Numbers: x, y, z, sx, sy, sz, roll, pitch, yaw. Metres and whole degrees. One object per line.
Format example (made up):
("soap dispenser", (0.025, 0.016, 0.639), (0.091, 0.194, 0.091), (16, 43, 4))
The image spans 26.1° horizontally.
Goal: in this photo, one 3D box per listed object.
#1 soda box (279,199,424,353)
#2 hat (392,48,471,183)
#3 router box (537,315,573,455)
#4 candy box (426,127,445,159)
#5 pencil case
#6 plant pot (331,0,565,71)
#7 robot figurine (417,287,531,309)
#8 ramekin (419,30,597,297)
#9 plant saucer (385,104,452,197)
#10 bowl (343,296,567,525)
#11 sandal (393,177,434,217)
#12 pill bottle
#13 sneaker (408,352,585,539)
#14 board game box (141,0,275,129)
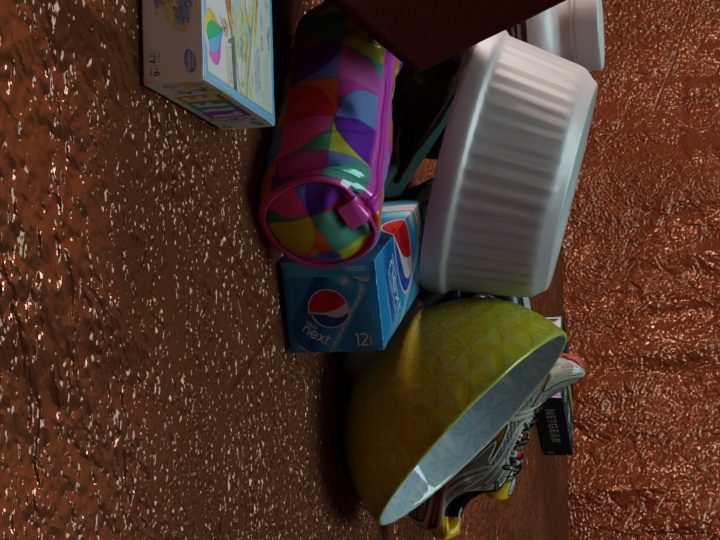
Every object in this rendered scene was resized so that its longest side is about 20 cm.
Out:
("soda box", (0.000, 0.000, 1.110), (0.200, 0.067, 0.065), (-53, 138, -72))
("hat", (0.037, -0.169, 1.249), (0.201, 0.080, 0.202), (-157, -90, -82))
("router box", (0.325, 0.195, 2.618), (0.201, 0.052, 0.159), (71, 21, -53))
("candy box", (0.117, -0.130, 1.423), (0.200, 0.115, 0.057), (-158, -115, -79))
("pencil case", (-0.015, -0.097, 1.032), (0.089, 0.087, 0.201), (74, 19, -46))
("plant pot", (0.056, -0.252, 1.013), (0.177, 0.198, 0.200), (58, 24, -23))
("robot figurine", (0.091, 0.038, 1.391), (0.200, 0.123, 0.152), (22, 65, -77))
("ramekin", (0.113, -0.072, 1.159), (0.202, 0.093, 0.205), (15, 90, -82))
("plant saucer", (0.071, -0.149, 1.322), (0.201, 0.019, 0.070), (-58, -166, 35))
("bowl", (0.051, 0.084, 1.180), (0.108, 0.200, 0.200), (45, 2, 16))
("sandal", (0.081, -0.059, 1.438), (0.201, 0.079, 0.058), (-10, 75, -82))
("pill bottle", (0.119, -0.216, 1.411), (0.113, 0.198, 0.114), (-3, 90, -78))
("sneaker", (0.115, 0.144, 1.298), (0.082, 0.200, 0.078), (50, 16, 21))
("board game box", (-0.083, -0.189, 0.851), (0.134, 0.034, 0.203), (23, 64, -77))
